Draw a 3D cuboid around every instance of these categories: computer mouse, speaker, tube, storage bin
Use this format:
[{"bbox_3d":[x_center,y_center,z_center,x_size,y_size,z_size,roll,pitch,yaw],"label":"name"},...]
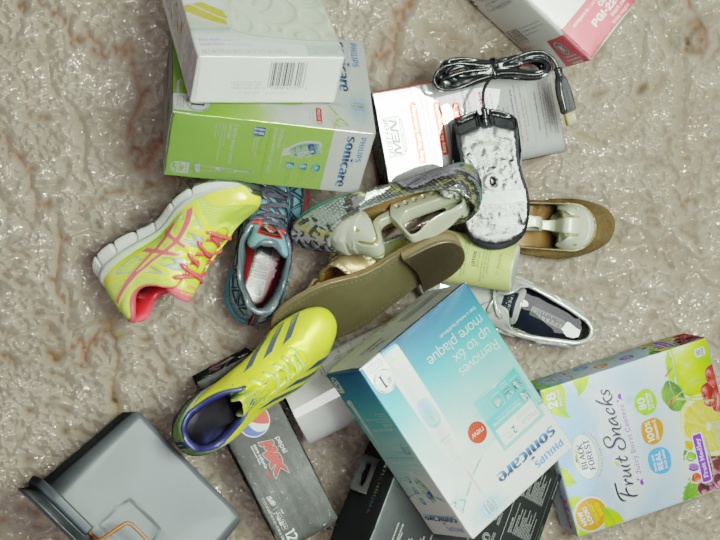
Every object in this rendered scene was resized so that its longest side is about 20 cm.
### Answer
[{"bbox_3d":[0.157,-0.128,1.460,0.140,0.046,0.201,-12,92,-2],"label":"computer mouse"},{"bbox_3d":[0.016,0.102,1.470,0.199,0.081,0.082,-27,96,-3],"label":"speaker"},{"bbox_3d":[0.065,-0.018,1.485,0.199,0.058,0.052,11,133,12],"label":"tube"},{"bbox_3d":[-0.221,0.240,1.415,0.200,0.145,0.134,46,73,-9],"label":"storage bin"}]

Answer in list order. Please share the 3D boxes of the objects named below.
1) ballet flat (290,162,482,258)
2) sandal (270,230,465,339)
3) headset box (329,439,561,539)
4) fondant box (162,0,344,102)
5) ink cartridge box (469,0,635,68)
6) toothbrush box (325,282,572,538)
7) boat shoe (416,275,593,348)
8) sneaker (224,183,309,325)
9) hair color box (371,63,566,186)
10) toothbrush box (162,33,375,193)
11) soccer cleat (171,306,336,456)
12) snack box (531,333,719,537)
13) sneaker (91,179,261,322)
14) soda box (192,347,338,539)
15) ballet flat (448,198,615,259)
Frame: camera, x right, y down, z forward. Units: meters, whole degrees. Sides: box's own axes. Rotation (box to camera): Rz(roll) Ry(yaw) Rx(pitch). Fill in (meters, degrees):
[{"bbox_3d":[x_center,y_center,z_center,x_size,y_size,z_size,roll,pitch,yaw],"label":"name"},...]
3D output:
[{"bbox_3d":[0.028,-0.050,1.403,0.199,0.072,0.072,-19,95,3],"label":"ballet flat"},{"bbox_3d":[0.002,0.004,1.459,0.211,0.070,0.078,-24,132,3],"label":"sandal"},{"bbox_3d":[0.081,0.249,1.458,0.199,0.093,0.175,29,71,-21],"label":"headset box"},{"bbox_3d":[-0.111,-0.247,1.389,0.143,0.201,0.058,-2,134,-19],"label":"fondant box"},{"bbox_3d":[0.167,-0.307,1.470,0.200,0.146,0.085,39,85,-10],"label":"ink cartridge box"},{"bbox_3d":[0.087,0.137,1.377,0.146,0.085,0.201,-37,100,-24],"label":"toothbrush box"},{"bbox_3d":[0.157,0.031,1.515,0.199,0.065,0.074,15,88,-9],"label":"boat shoe"},{"bbox_3d":[-0.089,-0.041,1.449,0.079,0.096,0.201,6,90,-12],"label":"sneaker"},{"bbox_3d":[0.109,-0.155,1.505,0.199,0.061,0.102,-11,94,-12],"label":"hair color box"},{"bbox_3d":[-0.094,-0.164,1.415,0.199,0.086,0.146,6,46,-12],"label":"toothbrush box"},{"bbox_3d":[-0.099,0.112,1.390,0.200,0.084,0.065,-39,99,-6],"label":"soccer cleat"},{"bbox_3d":[0.297,0.178,1.548,0.199,0.068,0.170,-17,95,-9],"label":"snack box"},{"bbox_3d":[-0.171,-0.016,1.408,0.200,0.078,0.091,-34,66,21],"label":"sneaker"},{"bbox_3d":[-0.099,0.184,1.469,0.070,0.063,0.201,-27,97,-10],"label":"soda box"},{"bbox_3d":[0.189,-0.050,1.518,0.199,0.072,0.068,5,87,-12],"label":"ballet flat"}]
